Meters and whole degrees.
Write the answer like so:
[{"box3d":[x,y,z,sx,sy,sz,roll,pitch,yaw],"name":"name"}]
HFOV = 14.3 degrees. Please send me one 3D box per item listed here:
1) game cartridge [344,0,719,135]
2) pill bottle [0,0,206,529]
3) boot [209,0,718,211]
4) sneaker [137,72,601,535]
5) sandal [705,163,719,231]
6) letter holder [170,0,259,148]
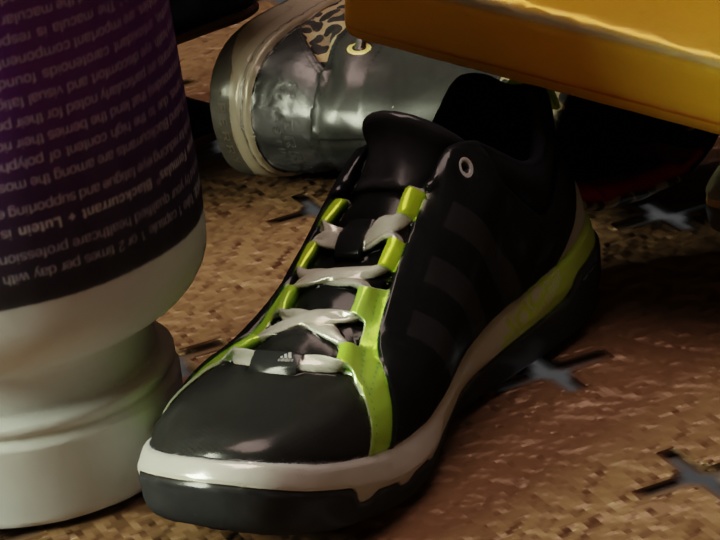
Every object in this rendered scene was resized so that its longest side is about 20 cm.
[{"box3d":[0.121,-0.093,0.834,0.199,0.033,0.176,19,40,18],"name":"game cartridge"},{"box3d":[-0.100,-0.040,0.744,0.111,0.201,0.111,-8,21,3],"name":"pill bottle"},{"box3d":[0.065,-0.081,0.962,0.150,0.073,0.200,12,33,44],"name":"boot"},{"box3d":[0.000,0.000,0.766,0.072,0.083,0.200,3,24,29],"name":"sneaker"},{"box3d":[0.153,-0.054,0.886,0.080,0.054,0.200,-1,23,19],"name":"sandal"},{"box3d":[-0.131,-0.067,0.951,0.200,0.101,0.142,-19,21,-26],"name":"letter holder"}]
